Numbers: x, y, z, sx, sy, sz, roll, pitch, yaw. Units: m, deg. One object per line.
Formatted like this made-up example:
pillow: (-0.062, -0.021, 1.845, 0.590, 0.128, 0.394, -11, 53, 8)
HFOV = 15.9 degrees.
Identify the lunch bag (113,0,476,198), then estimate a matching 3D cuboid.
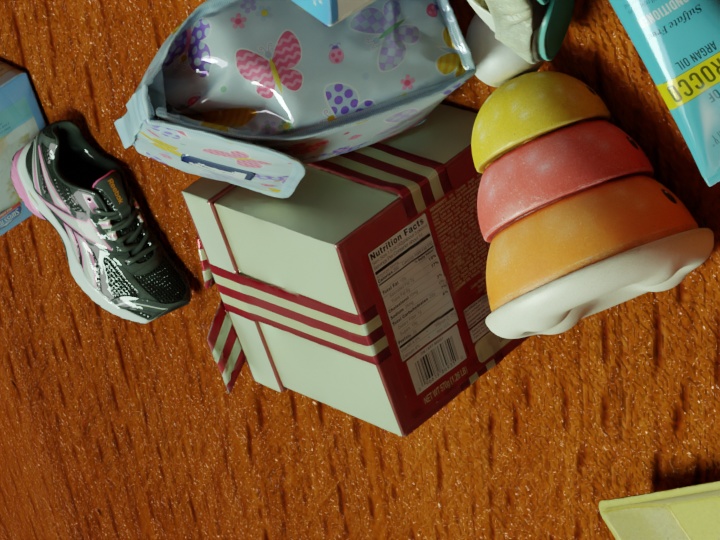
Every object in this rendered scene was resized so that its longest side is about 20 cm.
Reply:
lunch bag: (-0.048, -0.116, 1.595, 0.170, 0.200, 0.127, 148, 103, -78)

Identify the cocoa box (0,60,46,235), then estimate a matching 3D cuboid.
cocoa box: (-0.383, -0.089, 2.268, 0.131, 0.200, 0.133, 24, 142, 45)

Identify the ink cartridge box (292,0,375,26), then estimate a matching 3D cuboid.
ink cartridge box: (-0.034, -0.272, 1.486, 0.200, 0.146, 0.147, 37, 149, 33)

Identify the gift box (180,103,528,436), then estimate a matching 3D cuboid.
gift box: (0.000, 0.000, 1.740, 0.187, 0.184, 0.200, 21, 134, 46)

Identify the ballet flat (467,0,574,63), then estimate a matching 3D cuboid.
ballet flat: (0.086, -0.168, 1.450, 0.062, 0.068, 0.200, 20, 172, 9)

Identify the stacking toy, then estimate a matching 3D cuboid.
stacking toy: (0.114, -0.070, 1.554, 0.200, 0.146, 0.146, 68, 156, 6)

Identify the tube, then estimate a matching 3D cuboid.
tube: (0.170, -0.148, 1.408, 0.077, 0.050, 0.200, -30, 97, 29)

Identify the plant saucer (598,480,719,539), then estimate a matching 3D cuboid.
plant saucer: (0.271, 0.214, 1.706, 0.200, 0.048, 0.200, 56, 154, -6)

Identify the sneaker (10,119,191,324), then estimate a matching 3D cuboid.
sneaker: (-0.219, -0.044, 2.194, 0.200, 0.080, 0.086, 45, 144, 4)
